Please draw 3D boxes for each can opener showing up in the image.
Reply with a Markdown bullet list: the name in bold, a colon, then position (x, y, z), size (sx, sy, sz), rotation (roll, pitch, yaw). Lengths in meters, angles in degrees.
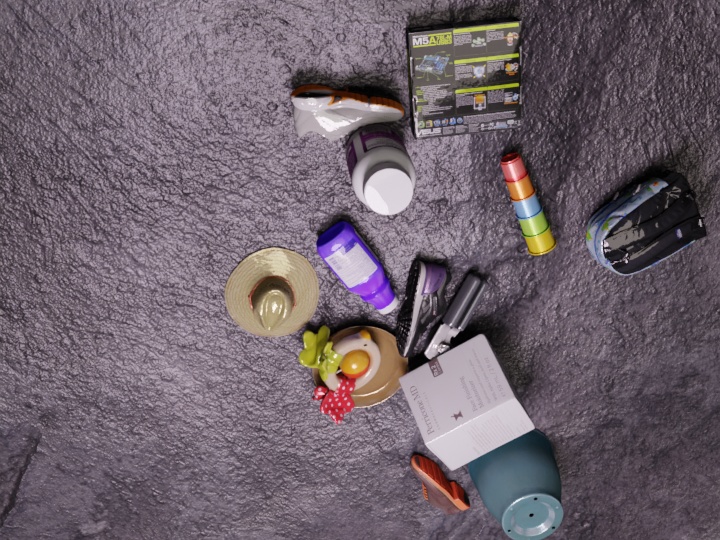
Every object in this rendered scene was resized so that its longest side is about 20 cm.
- **can opener**: position (0.185, 0.094, 1.707), size (0.052, 0.066, 0.201), rotation (20, 107, -39)

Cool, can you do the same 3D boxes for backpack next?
- **backpack**: position (0.533, -0.079, 1.622), size (0.200, 0.154, 0.163), rotation (-41, 119, -9)

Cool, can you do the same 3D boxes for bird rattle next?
- **bird rattle**: position (-0.030, 0.202, 1.691), size (0.162, 0.113, 0.201), rotation (-28, 121, -10)

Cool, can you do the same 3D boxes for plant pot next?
- **plant pot**: position (0.350, 0.475, 1.849), size (0.199, 0.188, 0.201), rotation (-2, 117, -5)
- **plant pot**: position (-0.001, 0.195, 1.757), size (0.199, 0.028, 0.201), rotation (-2, 117, -4)

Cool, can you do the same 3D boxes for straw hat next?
- **straw hat**: position (-0.170, 0.064, 1.636), size (0.200, 0.085, 0.202), rotation (-3, 117, -6)

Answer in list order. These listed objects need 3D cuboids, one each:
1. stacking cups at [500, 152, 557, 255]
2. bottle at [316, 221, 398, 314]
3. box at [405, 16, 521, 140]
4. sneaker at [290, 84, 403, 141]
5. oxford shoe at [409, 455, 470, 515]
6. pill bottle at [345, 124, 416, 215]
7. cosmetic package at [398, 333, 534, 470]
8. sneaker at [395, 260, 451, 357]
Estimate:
- **stacking cups**: position (0.317, -0.126, 1.607), size (0.060, 0.061, 0.201), rotation (-22, 118, 5)
- **bottle**: position (0.000, 0.000, 1.634), size (0.083, 0.065, 0.200), rotation (-35, 116, 12)
- **box**: position (0.183, -0.337, 1.494), size (0.199, 0.048, 0.194), rotation (-7, 115, -2)
- **sneaker**: position (-0.024, -0.272, 1.496), size (0.199, 0.076, 0.092), rotation (4, 124, 0)
- **oxford shoe**: position (0.164, 0.490, 1.904), size (0.072, 0.071, 0.200), rotation (-35, 116, 17)
- **pill bottle**: position (0.036, -0.173, 1.473), size (0.111, 0.200, 0.113), rotation (-3, 118, -5)
- **cosmetic package**: position (0.215, 0.268, 1.714), size (0.199, 0.165, 0.165), rotation (-29, 141, 7)
- **sneaker**: position (0.131, 0.084, 1.680), size (0.087, 0.076, 0.201), rotation (8, 108, -18)
